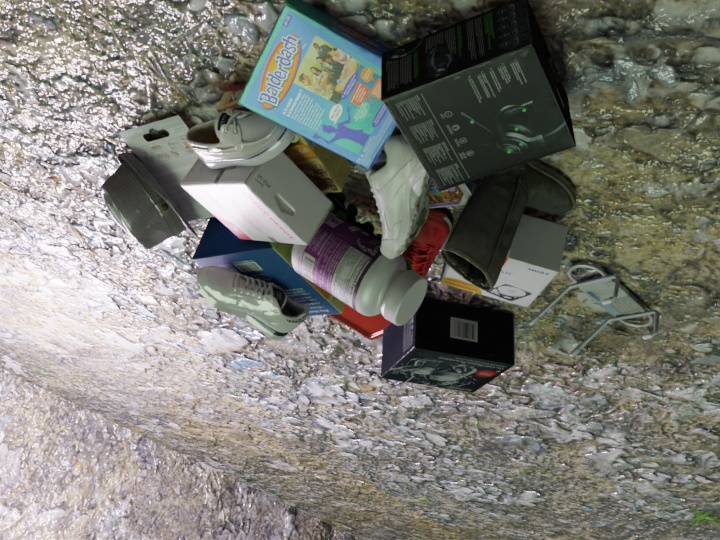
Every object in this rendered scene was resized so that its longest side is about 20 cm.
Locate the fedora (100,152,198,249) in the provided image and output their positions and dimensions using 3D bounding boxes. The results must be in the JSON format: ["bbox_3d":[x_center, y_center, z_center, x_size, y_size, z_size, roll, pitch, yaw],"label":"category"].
[{"bbox_3d":[-0.378,-0.105,1.557,0.177,0.090,0.201,36,162,41],"label":"fedora"}]

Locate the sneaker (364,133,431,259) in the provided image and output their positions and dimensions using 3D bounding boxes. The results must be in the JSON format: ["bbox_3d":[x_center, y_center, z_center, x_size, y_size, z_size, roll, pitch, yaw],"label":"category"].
[{"bbox_3d":[0.050,-0.110,1.280,0.099,0.078,0.201,26,126,16],"label":"sneaker"}]

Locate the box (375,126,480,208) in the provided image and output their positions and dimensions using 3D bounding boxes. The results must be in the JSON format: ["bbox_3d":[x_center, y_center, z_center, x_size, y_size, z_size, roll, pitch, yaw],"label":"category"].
[{"bbox_3d":[0.076,-0.165,1.307,0.136,0.039,0.200,-3,145,33],"label":"box"}]

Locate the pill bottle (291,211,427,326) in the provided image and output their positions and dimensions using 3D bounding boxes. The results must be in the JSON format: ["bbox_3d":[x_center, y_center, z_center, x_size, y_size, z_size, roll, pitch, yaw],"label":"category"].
[{"bbox_3d":[0.000,0.000,1.382,0.199,0.112,0.113,31,157,22],"label":"pill bottle"}]

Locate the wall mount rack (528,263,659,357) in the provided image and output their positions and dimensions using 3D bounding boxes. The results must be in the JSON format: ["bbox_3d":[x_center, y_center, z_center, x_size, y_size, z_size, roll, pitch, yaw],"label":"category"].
[{"bbox_3d":[0.389,0.073,1.497,0.199,0.075,0.173,36,147,-27],"label":"wall mount rack"}]

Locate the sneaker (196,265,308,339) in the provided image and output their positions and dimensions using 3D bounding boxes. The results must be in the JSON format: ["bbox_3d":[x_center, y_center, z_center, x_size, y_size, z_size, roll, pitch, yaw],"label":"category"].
[{"bbox_3d":[-0.181,0.040,1.513,0.199,0.077,0.080,29,139,-26],"label":"sneaker"}]

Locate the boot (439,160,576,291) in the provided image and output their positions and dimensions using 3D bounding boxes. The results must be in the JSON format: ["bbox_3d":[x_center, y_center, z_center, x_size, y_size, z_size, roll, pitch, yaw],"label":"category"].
[{"bbox_3d":[0.207,-0.062,1.238,0.181,0.201,0.072,30,150,-20],"label":"boot"}]

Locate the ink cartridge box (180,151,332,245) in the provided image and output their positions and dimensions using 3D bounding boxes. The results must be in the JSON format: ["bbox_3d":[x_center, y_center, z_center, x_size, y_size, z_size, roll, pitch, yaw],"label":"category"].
[{"bbox_3d":[-0.159,-0.116,1.372,0.199,0.083,0.147,6,148,51],"label":"ink cartridge box"}]

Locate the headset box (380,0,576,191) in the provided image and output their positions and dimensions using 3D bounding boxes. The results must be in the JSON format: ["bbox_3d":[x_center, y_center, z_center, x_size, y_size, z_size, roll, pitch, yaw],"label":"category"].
[{"bbox_3d":[0.150,-0.209,1.086,0.198,0.093,0.174,-17,138,23],"label":"headset box"}]

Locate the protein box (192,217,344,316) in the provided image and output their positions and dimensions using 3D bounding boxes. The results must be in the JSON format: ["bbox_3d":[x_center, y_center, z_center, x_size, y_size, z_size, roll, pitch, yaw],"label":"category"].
[{"bbox_3d":[-0.143,-0.026,1.576,0.197,0.136,0.200,-6,143,37],"label":"protein box"}]

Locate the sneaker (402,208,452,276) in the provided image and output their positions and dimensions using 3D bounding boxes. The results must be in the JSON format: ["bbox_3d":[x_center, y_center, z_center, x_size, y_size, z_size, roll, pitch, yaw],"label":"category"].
[{"bbox_3d":[0.097,-0.012,1.478,0.078,0.116,0.200,15,153,4],"label":"sneaker"}]

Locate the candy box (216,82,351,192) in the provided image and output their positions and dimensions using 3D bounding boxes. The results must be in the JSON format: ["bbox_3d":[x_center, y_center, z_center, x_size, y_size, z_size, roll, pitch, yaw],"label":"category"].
[{"bbox_3d":[-0.111,-0.196,1.346,0.115,0.056,0.200,0,147,33],"label":"candy box"}]

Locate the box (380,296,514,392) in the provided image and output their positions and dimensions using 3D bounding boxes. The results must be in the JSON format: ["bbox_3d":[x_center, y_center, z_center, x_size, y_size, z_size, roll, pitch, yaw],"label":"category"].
[{"bbox_3d":[0.160,0.142,1.680,0.198,0.105,0.182,11,154,-14],"label":"box"}]

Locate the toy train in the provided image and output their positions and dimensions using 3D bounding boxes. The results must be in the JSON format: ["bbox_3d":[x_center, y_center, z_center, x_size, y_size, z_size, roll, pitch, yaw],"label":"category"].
[{"bbox_3d":[0.006,-0.047,1.463,0.200,0.042,0.057,47,140,12],"label":"toy train"}]

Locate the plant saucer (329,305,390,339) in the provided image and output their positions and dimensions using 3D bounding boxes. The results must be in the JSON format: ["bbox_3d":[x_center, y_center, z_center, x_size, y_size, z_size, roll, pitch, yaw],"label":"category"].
[{"bbox_3d":[0.006,0.070,1.760,0.199,0.037,0.200,31,150,-21],"label":"plant saucer"}]

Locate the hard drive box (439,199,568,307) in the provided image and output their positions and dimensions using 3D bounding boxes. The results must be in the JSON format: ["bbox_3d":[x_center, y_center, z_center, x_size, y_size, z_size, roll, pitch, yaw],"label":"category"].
[{"bbox_3d":[0.216,-0.023,1.392,0.154,0.077,0.200,15,162,3],"label":"hard drive box"}]

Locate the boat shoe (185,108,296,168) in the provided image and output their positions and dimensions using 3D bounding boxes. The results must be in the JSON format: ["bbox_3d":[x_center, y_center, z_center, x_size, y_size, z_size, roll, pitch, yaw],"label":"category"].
[{"bbox_3d":[-0.174,-0.193,1.267,0.199,0.071,0.070,0,148,45],"label":"boat shoe"}]

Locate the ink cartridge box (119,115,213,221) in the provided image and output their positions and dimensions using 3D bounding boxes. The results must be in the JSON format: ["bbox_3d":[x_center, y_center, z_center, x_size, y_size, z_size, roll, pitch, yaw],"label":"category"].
[{"bbox_3d":[-0.287,-0.177,1.513,0.161,0.057,0.201,-6,126,38],"label":"ink cartridge box"}]

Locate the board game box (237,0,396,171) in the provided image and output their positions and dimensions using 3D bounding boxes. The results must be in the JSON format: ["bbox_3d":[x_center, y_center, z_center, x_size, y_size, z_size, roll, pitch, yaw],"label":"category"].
[{"bbox_3d":[-0.039,-0.241,1.171,0.199,0.045,0.153,26,122,-13],"label":"board game box"}]
